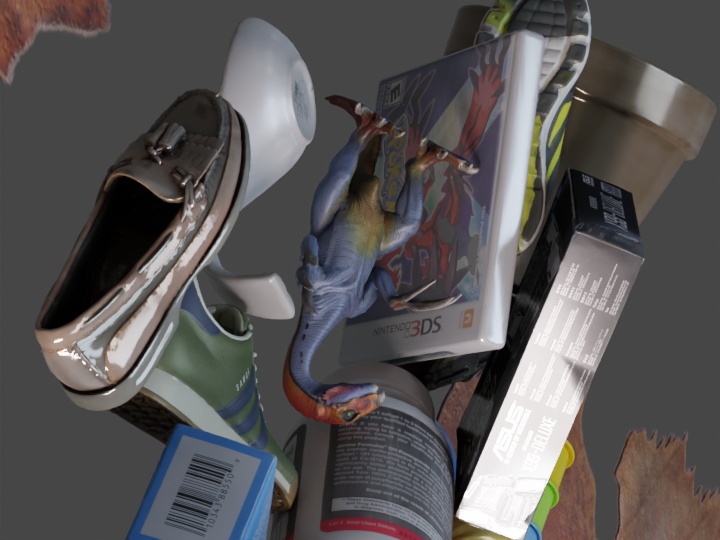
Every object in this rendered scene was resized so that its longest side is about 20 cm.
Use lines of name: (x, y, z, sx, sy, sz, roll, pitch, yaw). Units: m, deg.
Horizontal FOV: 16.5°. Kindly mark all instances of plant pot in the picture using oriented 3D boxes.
plant pot: (0.129, -0.072, 1.766, 0.174, 0.199, 0.200, -67, 155, -2)

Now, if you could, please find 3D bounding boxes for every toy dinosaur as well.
toy dinosaur: (0.000, 0.000, 1.528, 0.182, 0.105, 0.200, -62, -166, 4)

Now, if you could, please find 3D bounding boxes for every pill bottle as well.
pill bottle: (0.002, 0.146, 1.523, 0.200, 0.110, 0.111, -84, 164, -55)

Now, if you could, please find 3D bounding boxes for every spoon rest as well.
spoon rest: (-0.064, -0.061, 1.462, 0.100, 0.060, 0.201, 65, 22, -50)

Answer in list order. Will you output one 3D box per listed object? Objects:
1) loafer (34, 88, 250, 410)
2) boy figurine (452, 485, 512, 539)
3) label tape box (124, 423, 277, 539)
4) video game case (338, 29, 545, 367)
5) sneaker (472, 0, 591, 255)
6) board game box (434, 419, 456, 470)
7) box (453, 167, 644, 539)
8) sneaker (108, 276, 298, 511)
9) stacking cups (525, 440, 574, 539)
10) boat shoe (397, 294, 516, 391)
loafer: (-0.115, -0.023, 1.320, 0.063, 0.072, 0.201, 55, 46, -45)
boy figurine: (0.046, 0.222, 1.550, 0.064, 0.124, 0.200, 35, 41, -14)
label tape box: (-0.101, 0.200, 1.361, 0.200, 0.066, 0.144, 102, 7, -54)
video game case: (0.049, -0.041, 1.590, 0.023, 0.182, 0.201, 15, 76, -27)
sneaker: (0.102, -0.100, 1.649, 0.085, 0.074, 0.201, 71, 34, -79)
board game box: (0.025, 0.195, 1.711, 0.200, 0.039, 0.158, -69, 146, -46)
box: (0.118, 0.051, 1.575, 0.158, 0.050, 0.201, -78, -171, -73)
sneaker: (-0.078, 0.065, 1.408, 0.200, 0.067, 0.090, 48, 53, -56)
stacking cups: (0.110, 0.210, 1.876, 0.061, 0.060, 0.201, 69, 33, -44)
boat shoe: (0.060, 0.046, 1.745, 0.200, 0.073, 0.065, -10, 117, -64)
